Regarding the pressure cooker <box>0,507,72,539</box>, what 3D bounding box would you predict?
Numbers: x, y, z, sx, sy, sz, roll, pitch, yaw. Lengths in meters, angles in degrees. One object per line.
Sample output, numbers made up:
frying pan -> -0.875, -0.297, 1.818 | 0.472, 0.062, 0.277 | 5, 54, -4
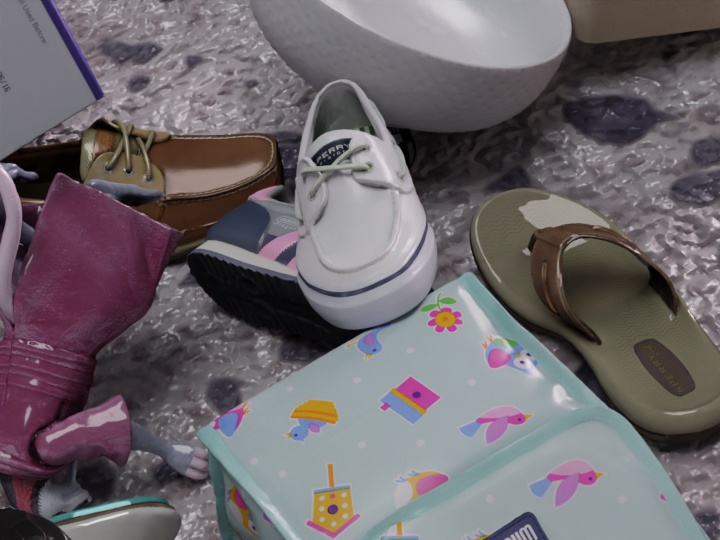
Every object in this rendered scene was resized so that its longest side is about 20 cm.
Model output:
pressure cooker -> -0.186, 0.221, 0.830 | 0.178, 0.202, 0.175 | -20, 18, -34

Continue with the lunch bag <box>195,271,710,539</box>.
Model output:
lunch bag -> 0.045, 0.121, 0.901 | 0.170, 0.123, 0.200 | -28, 48, -19

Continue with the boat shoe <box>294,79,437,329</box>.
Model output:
boat shoe -> -0.009, -0.039, 1.008 | 0.073, 0.067, 0.200 | -22, 25, 3

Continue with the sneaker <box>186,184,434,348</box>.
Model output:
sneaker -> 0.000, 0.000, 1.072 | 0.199, 0.070, 0.082 | 21, 57, 31

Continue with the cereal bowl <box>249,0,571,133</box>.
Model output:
cereal bowl -> 0.021, -0.146, 1.163 | 0.198, 0.084, 0.201 | 16, 35, -12

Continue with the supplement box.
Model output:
supplement box -> -0.246, -0.129, 1.200 | 0.103, 0.102, 0.200 | -33, 18, -14

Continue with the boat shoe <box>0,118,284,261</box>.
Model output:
boat shoe -> -0.146, -0.049, 1.163 | 0.198, 0.074, 0.076 | -13, 44, 5

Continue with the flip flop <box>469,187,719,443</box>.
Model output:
flip flop -> 0.127, 0.012, 1.029 | 0.081, 0.058, 0.200 | -27, 45, -10

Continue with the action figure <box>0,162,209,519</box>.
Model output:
action figure -> -0.162, 0.047, 1.020 | 0.133, 0.149, 0.202 | 3, 79, 32

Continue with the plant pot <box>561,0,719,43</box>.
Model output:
plant pot -> 0.209, -0.278, 1.183 | 0.198, 0.178, 0.201 | -7, 44, -6

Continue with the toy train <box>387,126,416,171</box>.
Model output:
toy train -> -0.003, -0.122, 1.220 | 0.045, 0.034, 0.201 | -11, 44, -9

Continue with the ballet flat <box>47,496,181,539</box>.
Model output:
ballet flat -> -0.179, 0.169, 0.974 | 0.198, 0.070, 0.070 | -16, 43, 8
